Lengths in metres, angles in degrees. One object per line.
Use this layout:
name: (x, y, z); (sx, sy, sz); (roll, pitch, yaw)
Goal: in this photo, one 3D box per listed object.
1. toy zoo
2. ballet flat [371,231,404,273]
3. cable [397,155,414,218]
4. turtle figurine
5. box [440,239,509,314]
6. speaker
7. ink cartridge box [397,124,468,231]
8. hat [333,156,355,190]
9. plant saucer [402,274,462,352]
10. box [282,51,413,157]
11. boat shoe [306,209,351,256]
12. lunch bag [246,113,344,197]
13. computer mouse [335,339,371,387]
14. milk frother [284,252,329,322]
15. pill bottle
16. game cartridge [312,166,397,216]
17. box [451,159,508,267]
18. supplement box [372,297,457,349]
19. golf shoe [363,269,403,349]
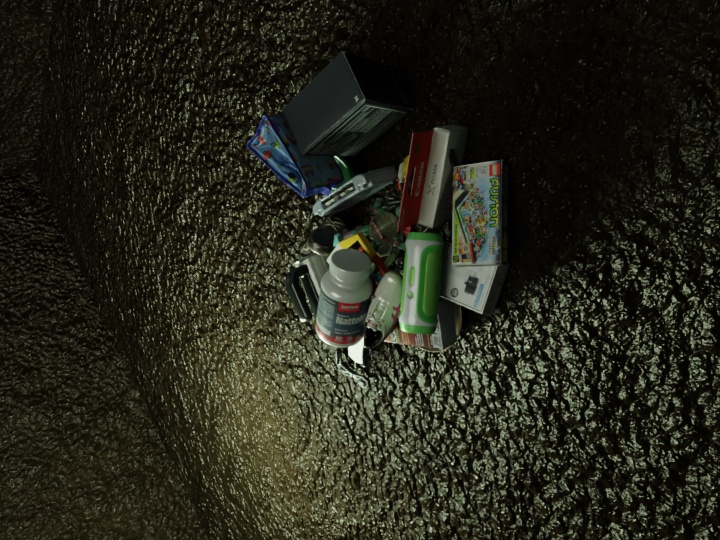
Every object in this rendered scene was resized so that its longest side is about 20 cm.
toy zoo: (0.000, 0.000, 1.271); (0.131, 0.020, 0.201); (-35, 90, 43)
ballet flat: (0.047, -0.033, 1.343); (0.067, 0.062, 0.202); (44, 130, 27)
cable: (0.089, -0.170, 1.193); (0.050, 0.202, 0.098); (21, 136, 1)
turtle figurine: (0.056, -0.099, 1.255); (0.199, 0.100, 0.152); (-32, 75, 27)
box: (0.202, 0.005, 1.170); (0.198, 0.060, 0.119); (25, 102, 35)
speaker: (0.127, 0.025, 1.135); (0.088, 0.088, 0.204); (5, 91, 44)
ink cartridge box: (0.148, -0.184, 1.109); (0.043, 0.173, 0.203); (21, 117, 27)
hat: (-0.056, -0.328, 1.386); (0.164, 0.178, 0.200); (-1, 142, 49)
plant saucer: (0.162, 0.089, 1.288); (0.198, 0.032, 0.204); (18, 115, 41)
box: (-0.026, -0.353, 1.197); (0.199, 0.197, 0.125); (-31, 81, 34)
boat shoe: (-0.074, -0.103, 1.355); (0.074, 0.200, 0.074); (25, 119, 4)
lunch bag: (-0.127, -0.249, 1.226); (0.201, 0.150, 0.094); (49, 124, 8)
computer mouse: (-0.017, 0.209, 1.505); (0.139, 0.046, 0.203); (20, 121, 45)
milk frother: (-0.074, 0.037, 1.428); (0.198, 0.180, 0.191); (-25, 86, 25)
pill bottle: (-0.035, 0.060, 1.234); (0.119, 0.119, 0.203); (35, 132, 33)
game cartridge: (-0.010, -0.188, 1.301); (0.199, 0.132, 0.042); (-25, 85, 45)
box: (0.238, -0.111, 1.093); (0.109, 0.034, 0.204); (-2, 84, 37)
supplement box: (0.123, 0.113, 1.270); (0.198, 0.060, 0.111); (0, 103, 47)
golf shoe: (0.053, 0.092, 1.205); (0.072, 0.092, 0.202); (25, 130, 16)
